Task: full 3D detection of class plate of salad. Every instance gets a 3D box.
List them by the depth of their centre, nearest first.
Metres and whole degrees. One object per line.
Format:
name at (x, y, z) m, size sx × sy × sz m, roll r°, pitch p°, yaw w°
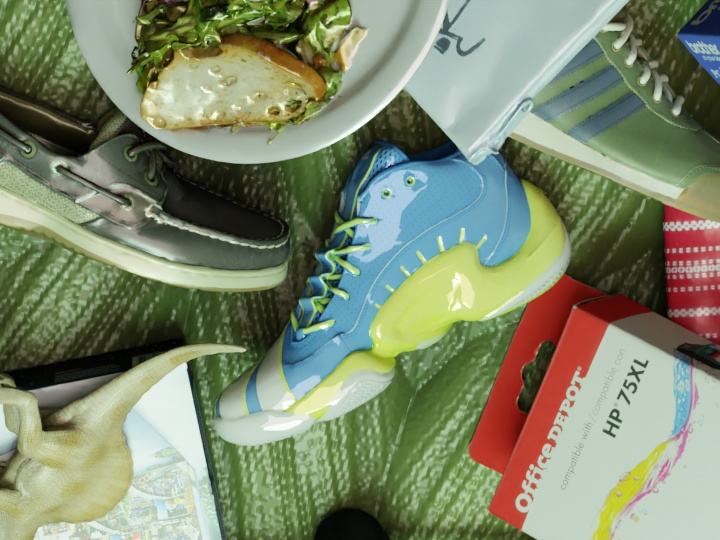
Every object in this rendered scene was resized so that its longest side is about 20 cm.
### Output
plate of salad at (-0.052, -0.150, 1.296) m, size 0.199 × 0.048 × 0.201 m, roll -1°, pitch 86°, yaw 21°

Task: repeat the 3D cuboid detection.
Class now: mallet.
mallet at (0.072, 0.146, 1.447) m, size 0.199 × 0.066 × 0.041 m, roll -2°, pitch 109°, yaw -19°

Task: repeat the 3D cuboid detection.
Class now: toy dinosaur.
toy dinosaur at (-0.148, 0.082, 1.365) m, size 0.101 × 0.058 × 0.200 m, roll 28°, pitch 111°, yaw -27°

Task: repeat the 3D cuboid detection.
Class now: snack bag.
snack bag at (0.056, -0.180, 1.299) m, size 0.189 × 0.021 × 0.200 m, roll -46°, pitch 73°, yaw 8°

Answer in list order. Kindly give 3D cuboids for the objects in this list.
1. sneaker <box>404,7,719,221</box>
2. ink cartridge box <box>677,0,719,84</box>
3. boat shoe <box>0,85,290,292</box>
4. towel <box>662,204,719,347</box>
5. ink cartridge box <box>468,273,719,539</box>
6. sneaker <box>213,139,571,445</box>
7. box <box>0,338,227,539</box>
sneaker at (0.108, -0.098, 1.338) m, size 0.199 × 0.067 × 0.090 m, roll 24°, pitch 99°, yaw -2°
ink cartridge box at (0.242, -0.164, 1.304) m, size 0.200 × 0.094 × 0.044 m, roll -47°, pitch 106°, yaw -7°
boat shoe at (-0.124, -0.046, 1.349) m, size 0.200 × 0.072 × 0.066 m, roll 17°, pitch 110°, yaw -5°
towel at (0.219, 0.047, 1.377) m, size 0.144 × 0.022 × 0.201 m, roll -2°, pitch 91°, yaw 23°
ink cartridge box at (0.143, 0.090, 1.367) m, size 0.199 × 0.067 × 0.117 m, roll 27°, pitch 105°, yaw 21°
sneaker at (0.000, 0.000, 1.370) m, size 0.199 × 0.076 × 0.105 m, roll -30°, pitch 100°, yaw -14°
box at (-0.171, 0.121, 1.414) m, size 0.199 × 0.038 × 0.137 m, roll -11°, pitch 107°, yaw -1°
